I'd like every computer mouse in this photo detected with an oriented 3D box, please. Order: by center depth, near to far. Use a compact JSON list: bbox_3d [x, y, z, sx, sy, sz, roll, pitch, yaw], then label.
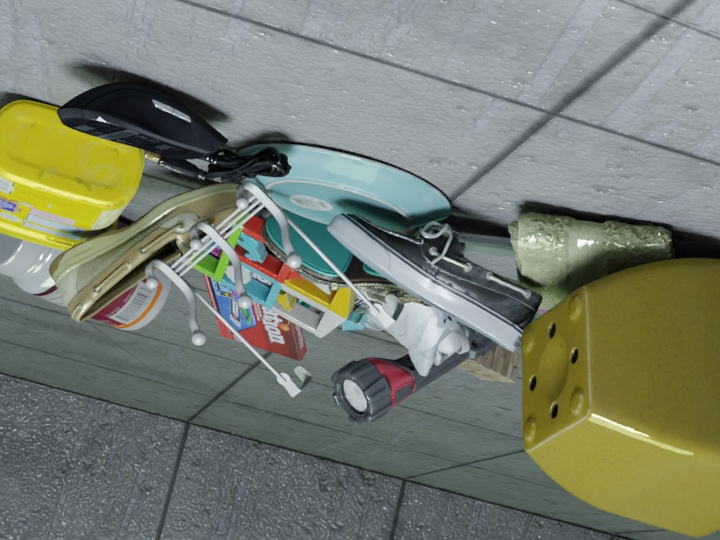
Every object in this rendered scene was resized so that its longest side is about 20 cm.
[{"bbox_3d":[-0.166,-0.119,1.378,0.200,0.046,0.140,15,172,-27],"label":"computer mouse"}]

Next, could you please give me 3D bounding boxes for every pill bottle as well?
[{"bbox_3d":[-0.312,-0.015,1.799,0.114,0.114,0.200,1,162,44],"label":"pill bottle"}]

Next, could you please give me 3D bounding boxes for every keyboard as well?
[{"bbox_3d":[0.155,-0.018,1.507,0.200,0.011,0.056,7,172,10],"label":"keyboard"}]

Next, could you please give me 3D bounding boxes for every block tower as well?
[{"bbox_3d":[0.105,0.074,1.875,0.058,0.054,0.200,1,162,41],"label":"block tower"}]

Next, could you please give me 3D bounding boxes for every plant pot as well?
[{"bbox_3d":[0.247,0.099,1.386,0.200,0.194,0.196,11,154,-21],"label":"plant pot"}]

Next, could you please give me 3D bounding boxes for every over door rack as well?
[{"bbox_3d":[-0.080,0.027,1.500,0.200,0.067,0.148,40,124,-20],"label":"over door rack"}]

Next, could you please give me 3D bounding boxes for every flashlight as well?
[{"bbox_3d":[0.060,0.094,1.756,0.200,0.068,0.068,-30,-173,-35],"label":"flashlight"}]

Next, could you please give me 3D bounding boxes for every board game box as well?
[{"bbox_3d":[-0.119,0.019,1.756,0.103,0.019,0.200,15,145,20],"label":"board game box"}]

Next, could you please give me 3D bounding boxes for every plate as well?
[{"bbox_3d":[-0.018,-0.067,1.473,0.200,0.026,0.200,12,168,3],"label":"plate"}]

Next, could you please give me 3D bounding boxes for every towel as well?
[{"bbox_3d":[0.208,0.003,1.456,0.148,0.037,0.200,6,160,11],"label":"towel"}]

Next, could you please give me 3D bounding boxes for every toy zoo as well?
[{"bbox_3d":[-0.081,0.004,1.662,0.200,0.020,0.131,28,150,0],"label":"toy zoo"}]

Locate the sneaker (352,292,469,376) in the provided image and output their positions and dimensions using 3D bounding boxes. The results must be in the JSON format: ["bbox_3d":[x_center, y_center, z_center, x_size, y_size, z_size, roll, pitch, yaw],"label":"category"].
[{"bbox_3d":[0.039,0.051,1.696,0.115,0.075,0.200,56,153,-7],"label":"sneaker"}]

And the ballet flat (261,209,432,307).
[{"bbox_3d":[0.000,0.000,1.561,0.200,0.068,0.075,15,147,16],"label":"ballet flat"}]

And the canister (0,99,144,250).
[{"bbox_3d":[-0.287,-0.086,1.539,0.148,0.087,0.200,17,165,-14],"label":"canister"}]

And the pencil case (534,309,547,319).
[{"bbox_3d":[0.214,0.076,1.705,0.087,0.088,0.200,11,166,13],"label":"pencil case"}]

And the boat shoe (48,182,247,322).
[{"bbox_3d":[-0.192,-0.019,1.553,0.200,0.063,0.073,-25,163,-12],"label":"boat shoe"}]

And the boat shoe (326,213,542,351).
[{"bbox_3d":[0.068,-0.007,1.448,0.199,0.068,0.074,31,177,2],"label":"boat shoe"}]

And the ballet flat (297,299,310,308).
[{"bbox_3d":[-0.084,0.020,1.853,0.064,0.076,0.200,44,163,5],"label":"ballet flat"}]
